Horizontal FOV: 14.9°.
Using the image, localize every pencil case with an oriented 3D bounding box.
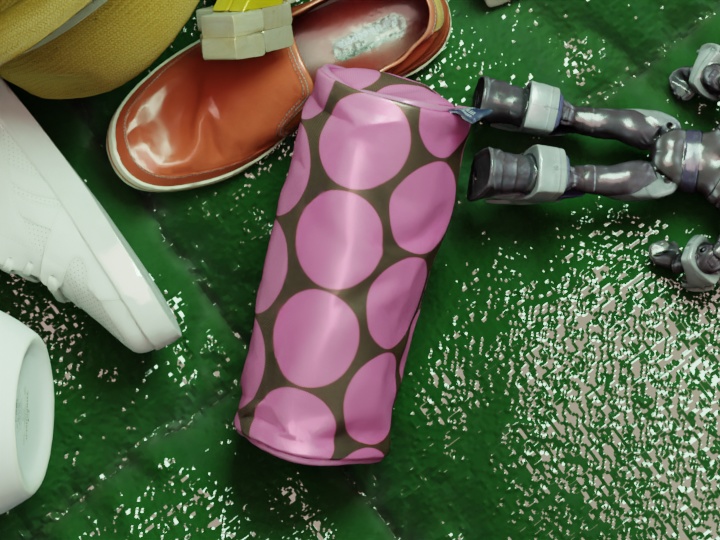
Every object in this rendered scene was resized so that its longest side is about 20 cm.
[{"bbox_3d":[0.000,0.000,1.414,0.090,0.093,0.201,22,99,39],"label":"pencil case"}]

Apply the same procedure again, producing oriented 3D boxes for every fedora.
[{"bbox_3d":[-0.139,-0.144,1.389,0.201,0.200,0.082,-47,120,-7],"label":"fedora"}]

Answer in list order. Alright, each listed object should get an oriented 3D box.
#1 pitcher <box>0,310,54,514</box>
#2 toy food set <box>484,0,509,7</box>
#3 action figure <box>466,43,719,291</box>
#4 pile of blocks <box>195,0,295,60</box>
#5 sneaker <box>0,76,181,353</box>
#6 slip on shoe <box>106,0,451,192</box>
[{"bbox_3d":[-0.261,0.096,1.395,0.198,0.121,0.173,0,86,8],"label":"pitcher"},{"bbox_3d":[0.095,-0.262,1.491,0.143,0.060,0.201,-24,80,5],"label":"toy food set"},{"bbox_3d":[0.158,-0.060,1.454,0.198,0.069,0.131,8,74,-4],"label":"action figure"},{"bbox_3d":[-0.049,-0.192,1.441,0.062,0.082,0.201,2,51,39],"label":"pile of blocks"},{"bbox_3d":[-0.189,-0.012,1.436,0.115,0.074,0.200,-38,75,-5],"label":"sneaker"},{"bbox_3d":[-0.044,-0.104,1.455,0.199,0.061,0.074,-25,85,-4],"label":"slip on shoe"}]
